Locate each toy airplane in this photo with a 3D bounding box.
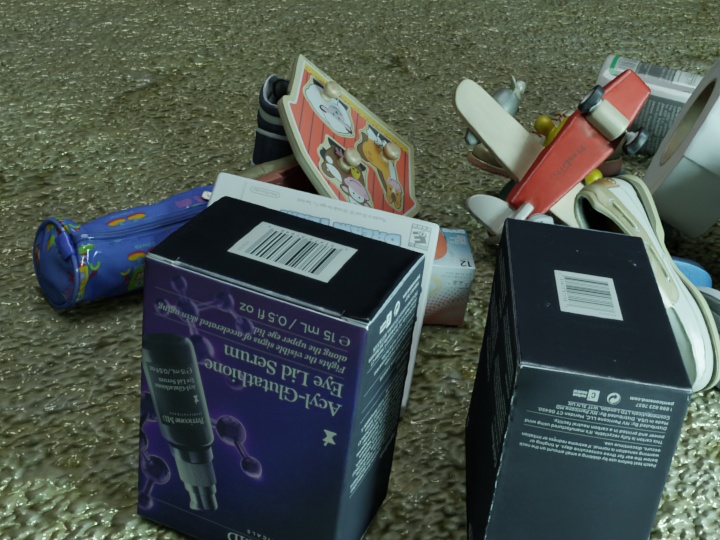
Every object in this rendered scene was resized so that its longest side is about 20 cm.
[{"bbox_3d":[0.196,-0.101,1.149,0.196,0.203,0.141,-3,14,6],"label":"toy airplane"}]

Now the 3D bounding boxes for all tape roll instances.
[{"bbox_3d":[0.370,-0.137,1.170,0.070,0.203,0.203,31,30,2],"label":"tape roll"}]

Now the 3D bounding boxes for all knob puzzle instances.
[{"bbox_3d":[-0.003,-0.121,1.160,0.219,0.030,0.221,34,36,-30],"label":"knob puzzle"}]

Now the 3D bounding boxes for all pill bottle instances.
[{"bbox_3d":[0.399,-0.200,1.442,0.198,0.114,0.113,17,29,17],"label":"pill bottle"}]

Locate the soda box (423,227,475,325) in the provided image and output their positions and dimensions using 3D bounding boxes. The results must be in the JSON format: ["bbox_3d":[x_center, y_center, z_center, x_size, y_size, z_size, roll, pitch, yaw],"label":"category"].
[{"bbox_3d":[0.000,0.000,1.003,0.197,0.069,0.064,3,36,-8],"label":"soda box"}]

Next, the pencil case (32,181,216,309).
[{"bbox_3d":[-0.186,-0.026,0.991,0.199,0.087,0.078,-16,65,-37],"label":"pencil case"}]

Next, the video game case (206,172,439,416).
[{"bbox_3d":[-0.044,0.015,0.920,0.198,0.024,0.184,13,55,0],"label":"video game case"}]

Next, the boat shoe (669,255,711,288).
[{"bbox_3d":[0.230,0.003,1.052,0.197,0.085,0.069,3,25,-14],"label":"boat shoe"}]

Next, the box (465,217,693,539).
[{"bbox_3d":[0.134,0.093,0.749,0.103,0.184,0.201,9,28,1],"label":"box"}]

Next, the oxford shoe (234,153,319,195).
[{"bbox_3d":[-0.079,-0.096,1.169,0.074,0.071,0.199,19,27,34],"label":"oxford shoe"}]

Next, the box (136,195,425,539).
[{"bbox_3d":[-0.053,0.076,0.712,0.146,0.202,0.104,16,29,16],"label":"box"}]

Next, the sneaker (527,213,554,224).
[{"bbox_3d":[0.178,0.042,0.943,0.114,0.076,0.201,13,49,0],"label":"sneaker"}]

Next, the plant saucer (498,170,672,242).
[{"bbox_3d":[0.257,-0.081,1.266,0.197,0.036,0.201,7,28,-4],"label":"plant saucer"}]

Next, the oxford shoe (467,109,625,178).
[{"bbox_3d":[0.210,-0.146,1.254,0.198,0.075,0.071,-7,31,-26],"label":"oxford shoe"}]

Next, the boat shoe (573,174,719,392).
[{"bbox_3d":[0.239,0.015,0.963,0.068,0.075,0.202,-11,71,-40],"label":"boat shoe"}]

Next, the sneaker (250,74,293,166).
[{"bbox_3d":[-0.066,-0.176,1.277,0.069,0.110,0.200,15,29,12],"label":"sneaker"}]

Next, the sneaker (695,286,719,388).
[{"bbox_3d":[0.354,0.083,0.961,0.070,0.074,0.200,-4,38,-40],"label":"sneaker"}]
